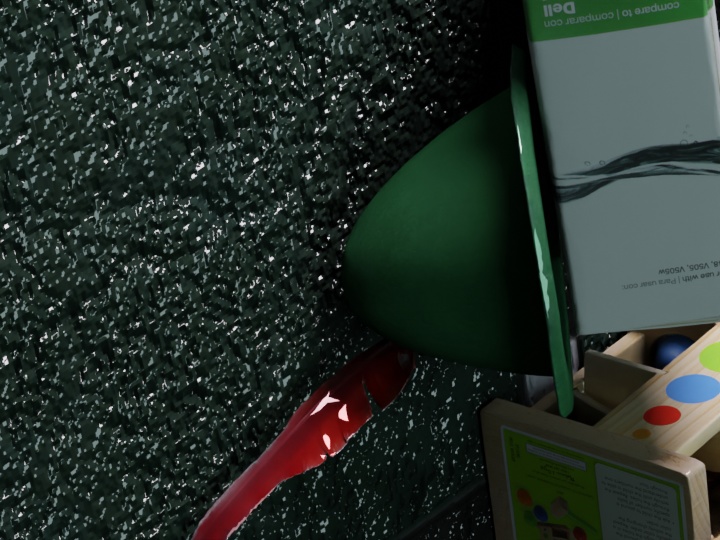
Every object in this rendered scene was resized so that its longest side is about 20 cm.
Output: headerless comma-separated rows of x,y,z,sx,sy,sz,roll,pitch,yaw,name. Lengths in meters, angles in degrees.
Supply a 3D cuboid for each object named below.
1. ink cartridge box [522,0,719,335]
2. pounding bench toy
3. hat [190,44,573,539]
0.121,-0.091,1.145,0.147,0.083,0.201,-86,166,-60,ink cartridge box
0.189,0.109,1.250,0.156,0.199,0.125,-33,125,-39,pounding bench toy
0.000,0.000,1.131,0.200,0.175,0.166,-85,165,-63,hat
